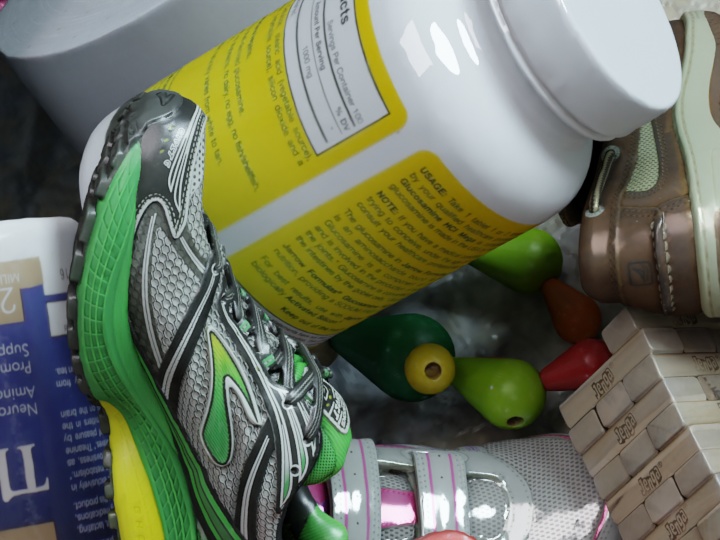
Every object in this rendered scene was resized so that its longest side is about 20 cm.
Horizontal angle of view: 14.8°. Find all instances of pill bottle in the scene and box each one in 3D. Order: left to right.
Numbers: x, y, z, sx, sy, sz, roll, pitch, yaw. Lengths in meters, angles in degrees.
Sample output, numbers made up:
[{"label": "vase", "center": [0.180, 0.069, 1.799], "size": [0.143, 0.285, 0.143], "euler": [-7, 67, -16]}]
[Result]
[{"label": "pill bottle", "center": [-0.143, 0.085, 1.028], "size": [0.111, 0.111, 0.201], "euler": [-9, 89, 14]}, {"label": "pill bottle", "center": [0.008, -0.049, 0.978], "size": [0.200, 0.112, 0.113], "euler": [-28, 53, 28]}]

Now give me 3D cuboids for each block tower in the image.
[{"label": "block tower", "center": [0.138, 0.108, 0.963], "size": [0.058, 0.054, 0.200], "euler": [-48, 56, 40]}]

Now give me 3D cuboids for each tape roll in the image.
[{"label": "tape roll", "center": [-0.051, -0.128, 1.129], "size": [0.200, 0.066, 0.200], "euler": [-30, 25, 16]}]

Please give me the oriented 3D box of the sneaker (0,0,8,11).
[{"label": "sneaker", "center": [-0.170, -0.152, 1.192], "size": [0.079, 0.095, 0.200], "euler": [39, 108, -5]}]

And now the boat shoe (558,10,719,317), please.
[{"label": "boat shoe", "center": [0.105, -0.045, 1.032], "size": [0.075, 0.075, 0.202], "euler": [-7, 21, 7]}]

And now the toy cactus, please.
[{"label": "toy cactus", "center": [0.000, 0.000, 1.088], "size": [0.165, 0.102, 0.200], "euler": [-35, 64, 8]}]

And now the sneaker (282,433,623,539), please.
[{"label": "sneaker", "center": [0.006, 0.102, 1.017], "size": [0.199, 0.088, 0.082], "euler": [-17, 57, 8]}]

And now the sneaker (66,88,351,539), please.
[{"label": "sneaker", "center": [-0.046, 0.029, 0.934], "size": [0.085, 0.200, 0.078], "euler": [-3, 31, 11]}]

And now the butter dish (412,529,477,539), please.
[{"label": "butter dish", "center": [-0.003, 0.205, 0.905], "size": [0.200, 0.148, 0.200], "euler": [-30, 77, -1]}]
